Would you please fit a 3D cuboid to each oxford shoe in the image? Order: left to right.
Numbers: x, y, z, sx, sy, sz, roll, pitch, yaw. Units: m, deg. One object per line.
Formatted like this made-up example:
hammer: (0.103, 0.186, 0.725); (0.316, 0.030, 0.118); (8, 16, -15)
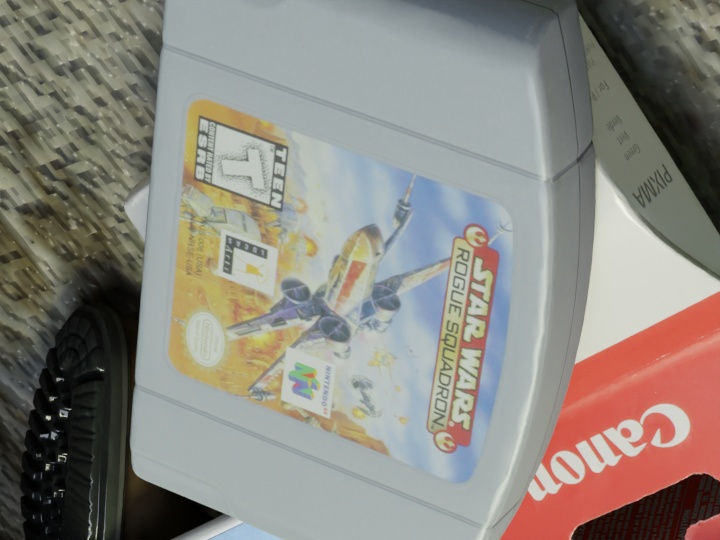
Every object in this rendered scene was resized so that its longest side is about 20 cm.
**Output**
oxford shoe: (-0.074, 0.103, 0.915); (0.084, 0.073, 0.201); (-13, 114, -24)

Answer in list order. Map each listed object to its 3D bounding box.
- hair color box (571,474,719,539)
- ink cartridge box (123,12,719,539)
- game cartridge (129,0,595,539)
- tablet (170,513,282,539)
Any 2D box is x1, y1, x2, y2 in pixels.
hair color box: (0.096, 0.133, 0.882); (0.199, 0.064, 0.111); (-13, 125, 31)
ink cartridge box: (0.039, 0.022, 0.775); (0.161, 0.050, 0.201); (-30, 94, 38)
game cartridge: (0.000, 0.000, 0.740); (0.133, 0.042, 0.201); (22, 124, 24)
tablet: (-0.074, 0.165, 0.877); (0.199, 0.014, 0.131); (-26, 104, 10)
